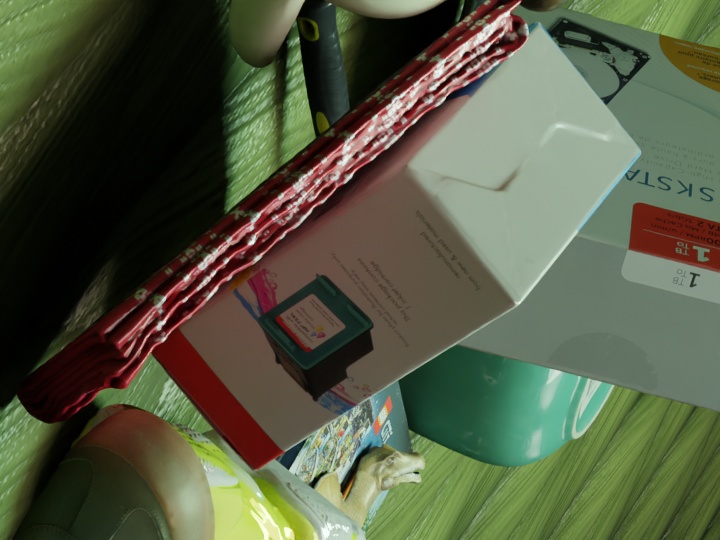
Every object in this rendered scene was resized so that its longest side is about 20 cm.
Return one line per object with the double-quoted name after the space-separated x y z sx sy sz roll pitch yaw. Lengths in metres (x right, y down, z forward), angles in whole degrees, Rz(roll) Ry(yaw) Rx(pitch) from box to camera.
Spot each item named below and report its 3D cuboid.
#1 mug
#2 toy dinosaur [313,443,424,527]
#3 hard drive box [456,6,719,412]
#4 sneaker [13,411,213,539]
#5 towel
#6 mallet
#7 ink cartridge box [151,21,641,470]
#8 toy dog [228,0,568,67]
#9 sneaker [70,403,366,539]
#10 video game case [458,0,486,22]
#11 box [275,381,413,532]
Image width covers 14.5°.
0.087 0.011 1.476 0.186 0.114 0.152 -66 165 6 "mug"
-0.023 0.148 1.329 0.200 0.058 0.102 -51 147 -62 "toy dinosaur"
0.122 -0.034 1.321 0.200 0.155 0.077 -78 -178 -55 "hard drive box"
-0.118 0.145 1.028 0.090 0.067 0.201 -40 161 -47 "sneaker"
-0.033 -0.019 0.997 0.200 0.023 0.145 -41 -176 -20 "towel"
-0.019 -0.051 1.184 0.041 0.066 0.200 -57 149 -31 "mallet"
0.000 0.000 1.076 0.200 0.067 0.116 -34 -171 43 "ink cartridge box"
0.040 -0.149 1.016 0.195 0.139 0.200 -66 167 8 "toy dog"
-0.075 0.120 1.169 0.105 0.076 0.200 -57 147 1 "sneaker"
0.046 -0.082 1.285 0.143 0.019 0.201 -76 -178 -52 "video game case"
-0.029 0.105 1.379 0.137 0.038 0.200 -60 164 -17 "box"
